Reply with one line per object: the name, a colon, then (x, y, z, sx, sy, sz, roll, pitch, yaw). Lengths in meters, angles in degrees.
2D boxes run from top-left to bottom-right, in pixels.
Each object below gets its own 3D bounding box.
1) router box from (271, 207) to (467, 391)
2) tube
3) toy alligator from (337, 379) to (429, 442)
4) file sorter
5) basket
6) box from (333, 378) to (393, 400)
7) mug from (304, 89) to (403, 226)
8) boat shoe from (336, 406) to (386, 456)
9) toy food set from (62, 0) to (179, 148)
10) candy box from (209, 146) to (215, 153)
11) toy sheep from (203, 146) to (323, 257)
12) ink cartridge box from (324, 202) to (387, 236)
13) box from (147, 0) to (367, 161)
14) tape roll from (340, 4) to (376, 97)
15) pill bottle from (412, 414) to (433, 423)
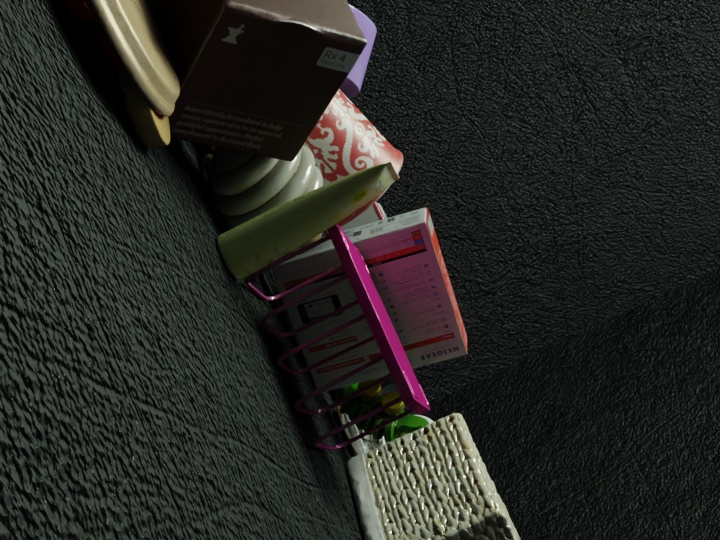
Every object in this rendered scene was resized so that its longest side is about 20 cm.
router box: (0.012, 0.039, 1.312, 0.049, 0.197, 0.182, -80, 153, -66)
tube: (-0.051, -0.057, 1.107, 0.052, 0.198, 0.058, 60, 4, -31)
toy alligator: (0.000, 0.170, 1.360, 0.198, 0.054, 0.060, 26, -41, 35)
file sorter: (-0.027, 0.080, 1.171, 0.139, 0.124, 0.203, 50, 15, -75)
basket: (0.100, 0.314, 1.273, 0.200, 0.159, 0.201, 63, 2, -31)
box: (-0.032, 0.068, 1.525, 0.200, 0.085, 0.166, -107, 171, -69)
mug: (-0.069, -0.169, 1.307, 0.200, 0.134, 0.177, 47, -11, -22)
boat shoe: (0.036, 0.257, 1.418, 0.071, 0.068, 0.203, -105, 172, -82)
toy food set: (-0.215, -0.220, 0.941, 0.201, 0.048, 0.200, 61, 6, -55)
candy box: (-0.169, -0.182, 1.390, 0.117, 0.056, 0.202, -109, 175, -64)
toy sheep: (-0.107, -0.097, 1.193, 0.200, 0.137, 0.139, 47, 13, -32)
ink cartridge box: (0.020, -0.014, 1.500, 0.147, 0.082, 0.200, 63, 4, -1)
box: (-0.125, -0.249, 1.088, 0.164, 0.165, 0.202, 8, 46, -36)
tape roll: (-0.083, -0.299, 1.402, 0.200, 0.197, 0.086, 42, 65, -83)
pill bottle: (0.097, 0.319, 1.607, 0.113, 0.111, 0.202, -111, 176, -54)
